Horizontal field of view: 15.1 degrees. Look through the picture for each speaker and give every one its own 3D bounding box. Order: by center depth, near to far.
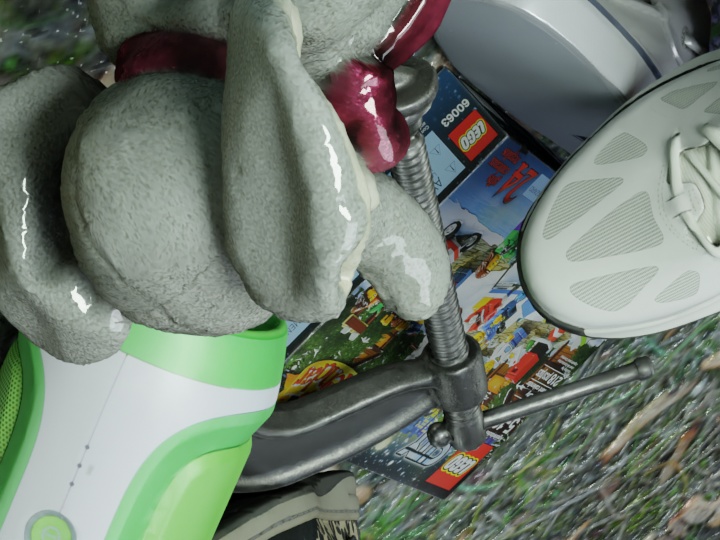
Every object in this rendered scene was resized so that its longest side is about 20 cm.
[{"bbox_3d":[-0.093,0.092,0.833,0.088,0.088,0.201,4,113,-56],"label":"speaker"}]

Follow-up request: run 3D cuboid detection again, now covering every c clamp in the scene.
[{"bbox_3d":[0.000,0.000,0.897,0.170,0.027,0.201,-25,134,-4],"label":"c clamp"}]

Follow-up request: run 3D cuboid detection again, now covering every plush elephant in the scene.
[{"bbox_3d":[-0.020,-0.049,0.693,0.199,0.164,0.156,4,90,-37],"label":"plush elephant"}]

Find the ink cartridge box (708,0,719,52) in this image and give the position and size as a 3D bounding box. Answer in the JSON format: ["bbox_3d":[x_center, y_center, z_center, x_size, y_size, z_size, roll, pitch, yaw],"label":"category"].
[{"bbox_3d":[0.162,-0.055,0.943,0.109,0.050,0.201,-21,117,-56],"label":"ink cartridge box"}]

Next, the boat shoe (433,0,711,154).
[{"bbox_3d":[0.087,-0.077,0.933,0.200,0.073,0.066,35,72,-59],"label":"boat shoe"}]

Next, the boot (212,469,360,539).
[{"bbox_3d":[-0.031,0.156,0.974,0.073,0.155,0.203,-14,178,16],"label":"boot"}]

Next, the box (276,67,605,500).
[{"bbox_3d":[0.031,0.012,1.010,0.137,0.038,0.200,-46,154,8],"label":"box"}]

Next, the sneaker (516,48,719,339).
[{"bbox_3d":[0.127,-0.046,0.807,0.200,0.076,0.115,-30,171,11],"label":"sneaker"}]
